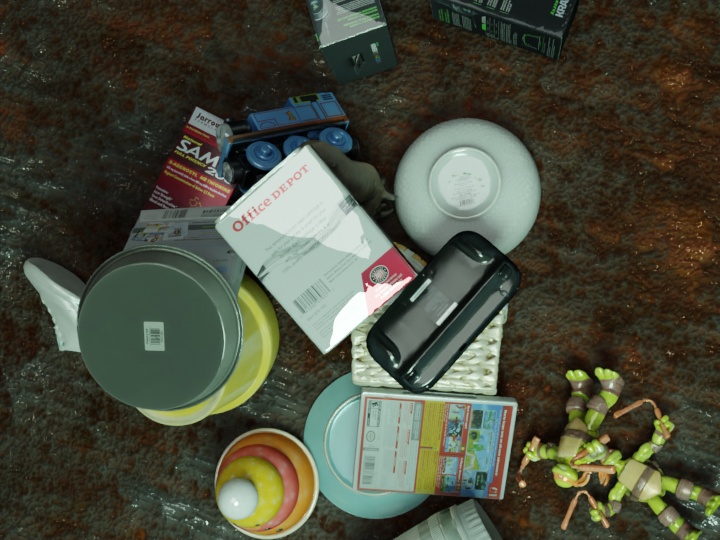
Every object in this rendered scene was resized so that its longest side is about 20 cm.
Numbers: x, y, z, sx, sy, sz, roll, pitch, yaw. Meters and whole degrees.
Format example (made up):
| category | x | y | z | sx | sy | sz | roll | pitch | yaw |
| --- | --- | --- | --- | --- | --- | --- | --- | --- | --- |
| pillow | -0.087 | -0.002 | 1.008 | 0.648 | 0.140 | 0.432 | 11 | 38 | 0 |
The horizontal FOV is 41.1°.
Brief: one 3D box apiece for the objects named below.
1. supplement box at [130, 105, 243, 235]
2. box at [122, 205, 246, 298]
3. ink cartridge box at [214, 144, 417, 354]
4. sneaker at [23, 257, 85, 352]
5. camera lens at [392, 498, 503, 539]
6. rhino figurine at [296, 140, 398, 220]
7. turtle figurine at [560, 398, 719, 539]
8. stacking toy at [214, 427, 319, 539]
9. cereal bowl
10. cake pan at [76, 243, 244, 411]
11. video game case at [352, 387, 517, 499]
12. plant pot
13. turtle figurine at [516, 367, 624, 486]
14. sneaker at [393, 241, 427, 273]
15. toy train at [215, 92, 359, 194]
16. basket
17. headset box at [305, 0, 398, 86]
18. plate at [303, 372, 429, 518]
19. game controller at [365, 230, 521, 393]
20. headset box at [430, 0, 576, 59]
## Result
| category | x | y | z | sx | sy | sz | roll | pitch | yaw |
| --- | --- | --- | --- | --- | --- | --- | --- | --- | --- |
| supplement box | -0.222 | -0.112 | 1.332 | 0.108 | 0.061 | 0.201 | 26 | 88 | 8 |
| box | -0.221 | -0.016 | 1.203 | 0.155 | 0.200 | 0.041 | -3 | 121 | 4 |
| ink cartridge box | -0.051 | -0.028 | 1.127 | 0.145 | 0.083 | 0.200 | -40 | 95 | 6 |
| sneaker | -0.406 | 0.067 | 1.341 | 0.200 | 0.075 | 0.089 | 39 | 103 | 8 |
| camera lens | 0.093 | 0.398 | 1.190 | 0.199 | 0.160 | 0.161 | -33 | 81 | 4 |
| rhino figurine | -0.020 | -0.105 | 1.230 | 0.088 | 0.199 | 0.060 | -54 | 46 | 14 |
| turtle figurine | 0.358 | 0.278 | 1.210 | 0.161 | 0.064 | 0.200 | 34 | 83 | 27 |
| stacking toy | -0.140 | 0.279 | 1.213 | 0.145 | 0.200 | 0.147 | -1 | 84 | 10 |
| cereal bowl | 0.140 | -0.109 | 1.271 | 0.198 | 0.083 | 0.202 | -1 | 84 | 7 |
| cake pan | -0.234 | 0.072 | 1.100 | 0.199 | 0.037 | 0.202 | 1 | 102 | 4 |
| video game case | 0.094 | 0.223 | 1.233 | 0.198 | 0.017 | 0.144 | 4 | 109 | -2 |
| plant pot | -0.215 | 0.104 | 1.222 | 0.199 | 0.189 | 0.202 | 1 | 103 | 4 |
| turtle figurine | 0.277 | 0.203 | 1.187 | 0.064 | 0.200 | 0.162 | 30 | 68 | -12 |
| sneaker | 0.000 | 0.000 | 1.274 | 0.199 | 0.076 | 0.088 | 22 | 62 | 19 |
| toy train | -0.100 | -0.165 | 1.263 | 0.199 | 0.087 | 0.115 | -16 | 60 | -28 |
| basket | 0.086 | 0.092 | 1.228 | 0.198 | 0.136 | 0.124 | 4 | 81 | 8 |
| headset box | -0.022 | -0.360 | 1.271 | 0.092 | 0.174 | 0.201 | -18 | 84 | 5 |
| plate | 0.019 | 0.231 | 1.284 | 0.199 | 0.026 | 0.202 | -1 | 84 | 9 |
| game controller | 0.098 | 0.048 | 1.150 | 0.104 | 0.042 | 0.200 | 42 | 89 | 24 |
| headset box | 0.202 | -0.404 | 1.276 | 0.199 | 0.093 | 0.175 | 22 | 87 | 10 |
